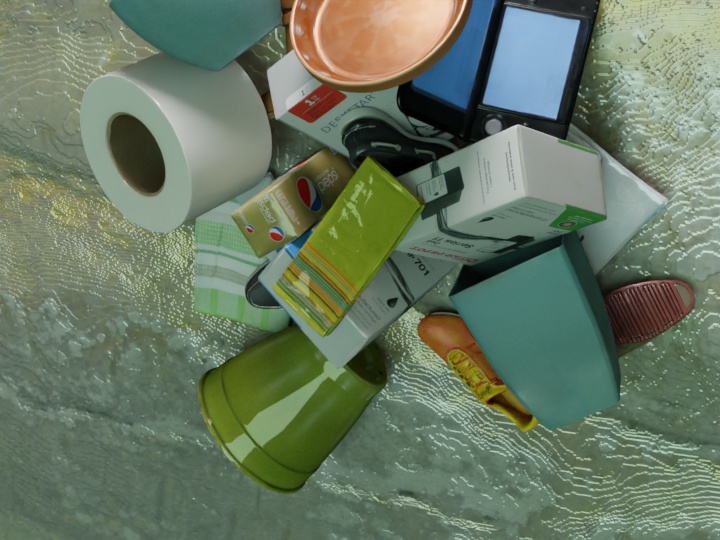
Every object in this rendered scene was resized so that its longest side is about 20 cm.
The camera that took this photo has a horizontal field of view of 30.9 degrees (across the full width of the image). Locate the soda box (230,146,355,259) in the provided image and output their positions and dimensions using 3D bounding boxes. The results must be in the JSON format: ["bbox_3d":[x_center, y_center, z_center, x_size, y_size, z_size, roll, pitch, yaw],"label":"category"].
[{"bbox_3d":[-0.075,-0.088,1.567,0.068,0.200,0.064,-28,99,30],"label":"soda box"}]

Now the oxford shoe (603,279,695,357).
[{"bbox_3d":[0.313,0.070,1.584,0.199,0.075,0.071,-24,66,17],"label":"oxford shoe"}]

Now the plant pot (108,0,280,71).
[{"bbox_3d":[-0.168,-0.310,1.496,0.200,0.200,0.135,-32,101,30],"label":"plant pot"}]

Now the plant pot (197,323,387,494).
[{"bbox_3d":[-0.074,0.155,1.707,0.193,0.200,0.200,-40,96,19],"label":"plant pot"}]

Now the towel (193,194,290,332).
[{"bbox_3d":[-0.155,-0.016,1.734,0.149,0.031,0.201,15,119,15],"label":"towel"}]

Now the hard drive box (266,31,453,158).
[{"bbox_3d":[0.019,-0.203,1.481,0.156,0.077,0.200,-33,142,30],"label":"hard drive box"}]

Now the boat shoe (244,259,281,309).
[{"bbox_3d":[-0.064,0.014,1.678,0.199,0.063,0.073,-15,119,18],"label":"boat shoe"}]

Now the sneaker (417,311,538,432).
[{"bbox_3d":[0.156,0.124,1.654,0.200,0.077,0.073,35,124,4],"label":"sneaker"}]

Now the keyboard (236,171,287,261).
[{"bbox_3d":[-0.093,-0.028,1.657,0.056,0.011,0.200,-31,79,13],"label":"keyboard"}]

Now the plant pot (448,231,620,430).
[{"bbox_3d":[0.217,0.068,1.495,0.141,0.141,0.200,-26,99,18],"label":"plant pot"}]

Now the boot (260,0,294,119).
[{"bbox_3d":[-0.072,-0.276,1.550,0.200,0.077,0.156,-22,102,33],"label":"boot"}]

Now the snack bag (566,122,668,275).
[{"bbox_3d":[0.229,-0.075,1.536,0.200,0.021,0.189,37,123,-3],"label":"snack bag"}]

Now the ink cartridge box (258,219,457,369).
[{"bbox_3d":[0.000,0.000,1.563,0.147,0.200,0.086,48,139,4],"label":"ink cartridge box"}]

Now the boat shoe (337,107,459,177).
[{"bbox_3d":[0.053,-0.121,1.492,0.200,0.061,0.076,17,139,-38],"label":"boat shoe"}]

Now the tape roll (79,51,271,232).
[{"bbox_3d":[-0.225,-0.164,1.589,0.202,0.139,0.203,26,132,33],"label":"tape roll"}]

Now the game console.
[{"bbox_3d":[0.152,-0.240,1.408,0.175,0.116,0.201,14,88,13],"label":"game console"}]

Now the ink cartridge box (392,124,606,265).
[{"bbox_3d":[0.144,-0.076,1.422,0.200,0.146,0.083,-20,68,43],"label":"ink cartridge box"}]

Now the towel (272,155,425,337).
[{"bbox_3d":[-0.016,-0.024,1.434,0.086,0.018,0.200,40,115,8],"label":"towel"}]

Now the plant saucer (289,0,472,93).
[{"bbox_3d":[0.023,-0.269,1.351,0.199,0.201,0.032,-5,153,23],"label":"plant saucer"}]
